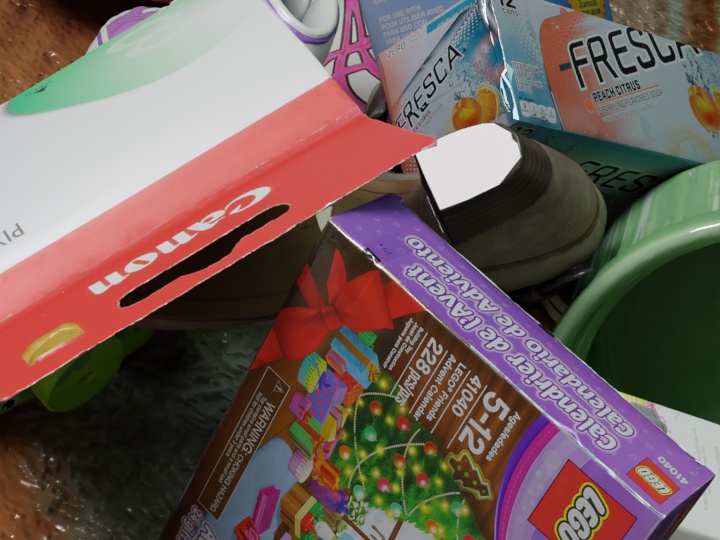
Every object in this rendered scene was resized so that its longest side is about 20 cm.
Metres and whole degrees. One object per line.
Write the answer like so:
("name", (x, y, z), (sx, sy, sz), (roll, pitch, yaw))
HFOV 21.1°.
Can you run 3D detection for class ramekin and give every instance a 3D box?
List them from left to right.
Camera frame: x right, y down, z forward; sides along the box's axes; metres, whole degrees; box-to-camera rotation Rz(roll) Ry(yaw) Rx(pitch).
("ramekin", (0.174, 0.049, 0.811), (0.200, 0.200, 0.098), (27, 28, -2))

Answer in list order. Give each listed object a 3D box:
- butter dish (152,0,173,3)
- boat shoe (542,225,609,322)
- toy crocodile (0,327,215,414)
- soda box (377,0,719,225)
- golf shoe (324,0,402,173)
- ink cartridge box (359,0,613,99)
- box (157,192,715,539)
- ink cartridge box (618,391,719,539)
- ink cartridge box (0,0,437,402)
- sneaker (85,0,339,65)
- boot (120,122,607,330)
("butter dish", (-0.093, -0.200, 0.930), (0.199, 0.200, 0.148), (10, 40, -24))
("boat shoe", (0.180, 0.043, 0.933), (0.200, 0.062, 0.075), (37, 34, 10))
("toy crocodile", (-0.106, 0.015, 0.782), (0.067, 0.062, 0.200), (43, 42, 19))
("soda box", (0.102, -0.064, 0.837), (0.200, 0.068, 0.064), (8, 63, -45))
("golf shoe", (0.001, -0.087, 0.983), (0.092, 0.073, 0.200), (-7, 43, 23))
("ink cartridge box", (0.065, -0.119, 0.937), (0.136, 0.076, 0.201), (-21, 96, -59))
("box", (0.008, 0.094, 0.628), (0.137, 0.200, 0.039), (41, 35, 18))
("ink cartridge box", (0.068, 0.102, 0.734), (0.199, 0.115, 0.068), (19, 37, -12))
("ink cartridge box", (-0.084, -0.035, 0.659), (0.161, 0.050, 0.200), (-32, 18, -12))
("sneaker", (-0.060, -0.108, 0.877), (0.072, 0.115, 0.200), (22, 12, -29))
("boot", (0.000, 0.000, 0.763), (0.199, 0.146, 0.070), (-13, 70, 7))
